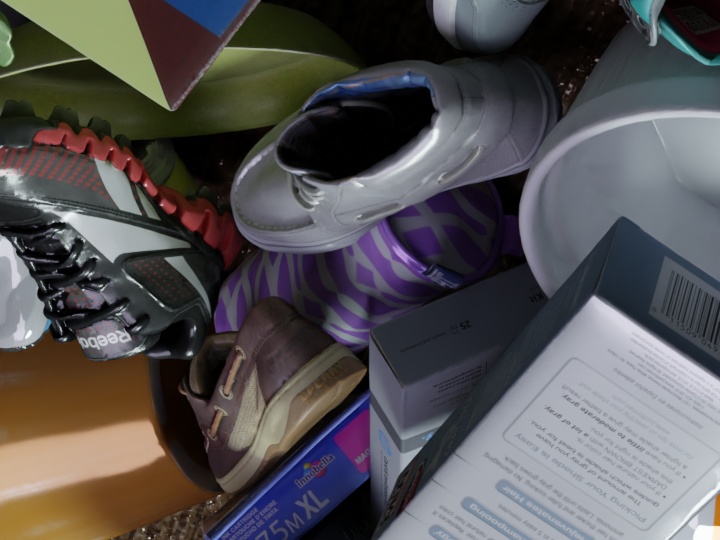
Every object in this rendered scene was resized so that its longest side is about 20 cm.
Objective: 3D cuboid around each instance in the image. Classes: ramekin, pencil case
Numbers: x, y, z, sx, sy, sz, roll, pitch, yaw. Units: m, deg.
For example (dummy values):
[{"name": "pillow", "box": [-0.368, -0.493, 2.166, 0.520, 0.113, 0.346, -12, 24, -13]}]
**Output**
[{"name": "ramekin", "box": [0.177, -0.035, 0.926, 0.199, 0.105, 0.201, 17, 145, 13]}, {"name": "pencil case", "box": [0.000, 0.000, 1.115, 0.085, 0.085, 0.200, 16, 154, -27]}]

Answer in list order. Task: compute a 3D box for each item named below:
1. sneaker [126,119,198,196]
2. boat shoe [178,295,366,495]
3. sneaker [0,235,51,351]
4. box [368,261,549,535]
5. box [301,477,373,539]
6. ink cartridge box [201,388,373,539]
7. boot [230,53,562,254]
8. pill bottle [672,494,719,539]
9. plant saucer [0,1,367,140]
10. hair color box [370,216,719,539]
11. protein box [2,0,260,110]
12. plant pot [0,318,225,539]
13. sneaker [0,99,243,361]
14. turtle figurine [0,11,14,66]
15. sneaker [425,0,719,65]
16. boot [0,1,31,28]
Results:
[{"name": "sneaker", "box": [-0.165, -0.028, 1.185, 0.199, 0.079, 0.090, -6, 142, 41]}, {"name": "boat shoe", "box": [-0.054, 0.060, 1.103, 0.072, 0.072, 0.200, 48, 162, 4]}, {"name": "sneaker", "box": [-0.215, -0.049, 1.094, 0.075, 0.087, 0.201, -13, 99, 31]}, {"name": "box", "box": [0.080, 0.070, 1.098, 0.041, 0.155, 0.201, 59, 163, 30]}, {"name": "box", "box": [-0.032, 0.214, 1.177, 0.148, 0.200, 0.107, -39, 88, 12]}, {"name": "ink cartridge box", "box": [-0.032, 0.118, 1.184, 0.042, 0.119, 0.200, 48, 173, 3]}, {"name": "boot", "box": [-0.011, -0.056, 0.976, 0.199, 0.074, 0.095, -21, 166, 40]}, {"name": "pill bottle", "box": [0.201, 0.090, 1.027, 0.198, 0.114, 0.113, 0, 143, 4]}, {"name": "plant saucer", "box": [-0.094, -0.094, 1.007, 0.198, 0.031, 0.200, -5, 173, -1]}, {"name": "hair color box", "box": [0.094, 0.080, 0.938, 0.099, 0.061, 0.200, 33, 129, -5]}, {"name": "protein box", "box": [-0.087, -0.209, 0.760, 0.198, 0.201, 0.135, 33, 137, -12]}, {"name": "plant pot", "box": [-0.165, 0.077, 1.232, 0.182, 0.201, 0.201, -10, 134, 26]}, {"name": "sneaker", "box": [-0.130, -0.012, 1.033, 0.070, 0.099, 0.200, -5, 158, 32]}, {"name": "turtle figurine", "box": [-0.140, -0.121, 0.853, 0.143, 0.195, 0.201, 5, 134, 9]}, {"name": "sneaker", "box": [0.104, -0.122, 0.852, 0.121, 0.083, 0.200, 53, 149, 15]}, {"name": "boot", "box": [-0.206, -0.169, 1.014, 0.199, 0.078, 0.139, 18, 144, 12]}]
